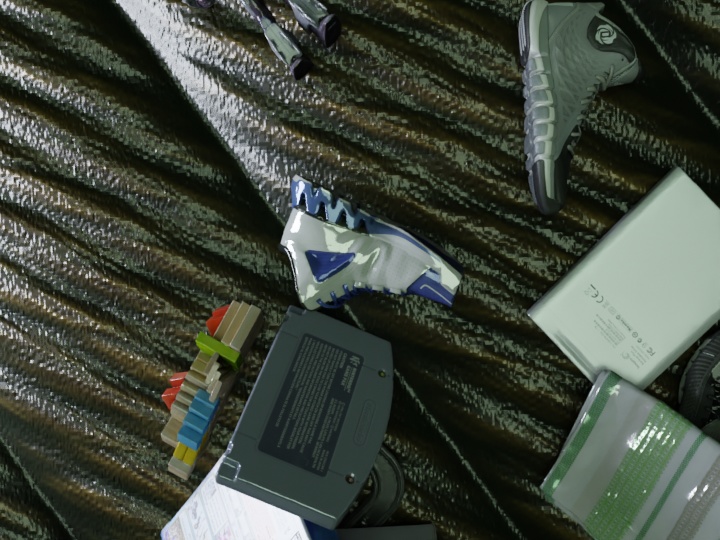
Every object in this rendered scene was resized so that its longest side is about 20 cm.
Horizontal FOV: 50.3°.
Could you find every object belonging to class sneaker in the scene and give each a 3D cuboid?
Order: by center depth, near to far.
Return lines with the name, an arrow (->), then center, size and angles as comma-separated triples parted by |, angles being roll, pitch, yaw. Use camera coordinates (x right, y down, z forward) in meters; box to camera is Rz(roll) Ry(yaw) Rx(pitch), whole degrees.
sneaker -> 0.327, 0.152, 0.718 | 0.065, 0.090, 0.203 | 23, 96, 3
sneaker -> 0.213, -0.157, 0.722 | 0.113, 0.075, 0.205 | -4, 92, 4
sneaker -> -0.001, 0.000, 0.759 | 0.197, 0.080, 0.117 | 29, 100, 11

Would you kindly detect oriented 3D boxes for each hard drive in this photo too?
hard drive -> 0.279, 0.019, 0.748 | 0.132, 0.027, 0.200 | 45, 98, 2

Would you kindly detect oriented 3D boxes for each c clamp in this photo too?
c clamp -> -0.046, 0.218, 0.801 | 0.170, 0.027, 0.201 | 37, 95, -2

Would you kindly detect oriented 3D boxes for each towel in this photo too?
towel -> 0.267, 0.205, 0.690 | 0.199, 0.030, 0.152 | 38, 115, 40

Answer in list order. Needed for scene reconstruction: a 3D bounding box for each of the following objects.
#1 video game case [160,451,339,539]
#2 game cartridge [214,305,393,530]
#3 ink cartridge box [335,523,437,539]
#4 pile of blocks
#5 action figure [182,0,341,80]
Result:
video game case -> -0.104, 0.272, 0.725 | 0.182, 0.045, 0.201 | -50, 43, 16
game cartridge -> -0.040, 0.133, 0.720 | 0.131, 0.202, 0.041 | 20, 138, 2
ink cartridge box -> 0.015, 0.365, 0.760 | 0.142, 0.083, 0.205 | -4, 98, 4
pile of blocks -> -0.165, 0.115, 0.776 | 0.061, 0.082, 0.203 | 26, 96, 4
action figure -> -0.105, -0.288, 0.753 | 0.130, 0.069, 0.200 | -45, 85, 12
